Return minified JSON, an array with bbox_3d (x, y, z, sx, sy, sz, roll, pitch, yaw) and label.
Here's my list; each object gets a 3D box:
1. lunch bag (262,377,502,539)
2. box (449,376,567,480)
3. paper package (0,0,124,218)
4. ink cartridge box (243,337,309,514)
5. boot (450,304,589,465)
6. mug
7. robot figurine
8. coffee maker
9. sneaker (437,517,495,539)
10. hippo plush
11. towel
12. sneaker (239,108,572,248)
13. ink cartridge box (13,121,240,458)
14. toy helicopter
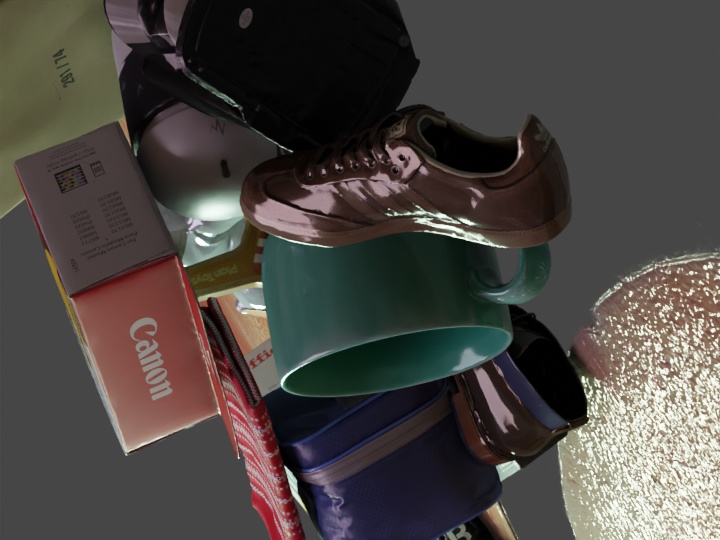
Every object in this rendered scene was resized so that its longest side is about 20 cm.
[{"bbox_3d":[0.006,0.118,1.491,0.133,0.135,0.200,64,172,-12],"label":"lunch bag"},{"bbox_3d":[0.080,0.087,1.579,0.159,0.048,0.200,54,169,5],"label":"box"},{"bbox_3d":[-0.264,-0.169,1.534,0.103,0.190,0.201,39,162,30],"label":"paper package"},{"bbox_3d":[-0.007,0.149,1.880,0.200,0.146,0.147,44,165,48],"label":"ink cartridge box"},{"bbox_3d":[0.090,0.030,1.386,0.097,0.074,0.202,-20,95,53],"label":"boot"},{"bbox_3d":[0.028,0.001,1.300,0.152,0.183,0.115,66,-168,-74],"label":"mug"},{"bbox_3d":[-0.111,-0.134,1.476,0.150,0.124,0.202,17,-130,-45],"label":"robot figurine"},{"bbox_3d":[-0.059,-0.136,1.290,0.193,0.134,0.200,58,170,-22],"label":"coffee maker"},{"bbox_3d":[0.114,0.289,1.966,0.112,0.073,0.200,57,171,-19],"label":"sneaker"},{"bbox_3d":[-0.091,-0.037,1.733,0.159,0.201,0.160,-23,134,40],"label":"hippo plush"},{"bbox_3d":[-0.073,0.135,1.475,0.145,0.022,0.201,-121,14,-53],"label":"towel"},{"bbox_3d":[0.022,-0.062,1.156,0.198,0.071,0.076,2,129,19],"label":"sneaker"},{"bbox_3d":[-0.161,0.031,1.441,0.201,0.083,0.176,80,166,-52],"label":"ink cartridge box"},{"bbox_3d":[-0.079,0.004,1.618,0.079,0.198,0.133,129,122,-78],"label":"toy helicopter"}]
